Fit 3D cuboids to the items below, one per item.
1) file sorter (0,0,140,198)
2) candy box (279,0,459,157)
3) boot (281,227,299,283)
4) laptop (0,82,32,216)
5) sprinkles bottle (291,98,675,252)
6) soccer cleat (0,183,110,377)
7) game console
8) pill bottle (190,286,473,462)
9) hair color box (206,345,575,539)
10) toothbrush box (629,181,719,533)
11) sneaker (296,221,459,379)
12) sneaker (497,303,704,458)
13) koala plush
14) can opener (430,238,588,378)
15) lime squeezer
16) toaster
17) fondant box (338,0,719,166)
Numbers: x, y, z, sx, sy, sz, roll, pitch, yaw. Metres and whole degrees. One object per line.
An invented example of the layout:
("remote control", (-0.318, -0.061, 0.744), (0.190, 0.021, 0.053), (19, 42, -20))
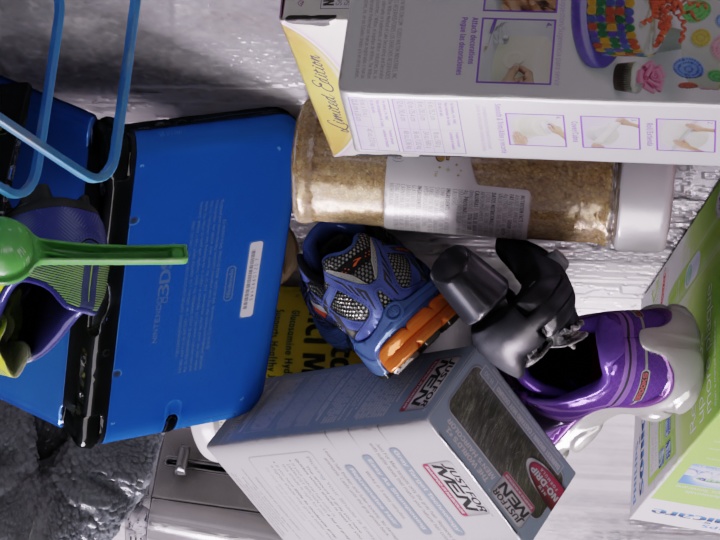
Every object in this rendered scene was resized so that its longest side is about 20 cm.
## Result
("file sorter", (-0.221, -0.103, 1.120), (0.199, 0.139, 0.123), (-8, 154, 29))
("candy box", (0.072, -0.109, 1.118), (0.199, 0.061, 0.136), (1, 155, 13))
("boot", (-0.135, -0.003, 1.417), (0.199, 0.073, 0.166), (2, 169, 1))
("laptop", (-0.281, -0.014, 1.203), (0.177, 0.201, 0.103), (0, 163, 40))
("sprinkles bottle", (0.065, -0.050, 1.234), (0.199, 0.069, 0.068), (5, 155, 5))
("soccer cleat", (-0.206, 0.025, 1.243), (0.065, 0.084, 0.200), (13, 148, -42))
("game console", (-0.142, -0.016, 1.304), (0.170, 0.118, 0.201), (-9, 126, -29))
("pill bottle", (0.001, 0.067, 1.446), (0.199, 0.113, 0.113), (1, 154, 11))
("hair color box", (0.014, 0.107, 1.316), (0.200, 0.061, 0.099), (-11, 124, 50))
("toothbrush box", (0.219, 0.048, 1.311), (0.086, 0.146, 0.200), (9, 155, -5))
("sneaker", (0.000, 0.000, 1.315), (0.079, 0.075, 0.200), (53, 172, -12))
("sneaker", (0.103, 0.054, 1.297), (0.083, 0.081, 0.200), (9, 158, -30))
("koala plush", (-0.235, 0.122, 1.580), (0.177, 0.185, 0.200), (17, 165, -19))
("can opener", (0.082, 0.006, 1.244), (0.063, 0.079, 0.200), (-34, -175, 7))
("lime squeezer", (-0.175, -0.024, 1.102), (0.071, 0.038, 0.200), (-44, 138, 21))
("toaster", (-0.099, 0.172, 1.698), (0.129, 0.114, 0.200), (10, 157, 1))
("fondant box", (0.098, -0.121, 0.989), (0.199, 0.145, 0.058), (2, 154, 10))
